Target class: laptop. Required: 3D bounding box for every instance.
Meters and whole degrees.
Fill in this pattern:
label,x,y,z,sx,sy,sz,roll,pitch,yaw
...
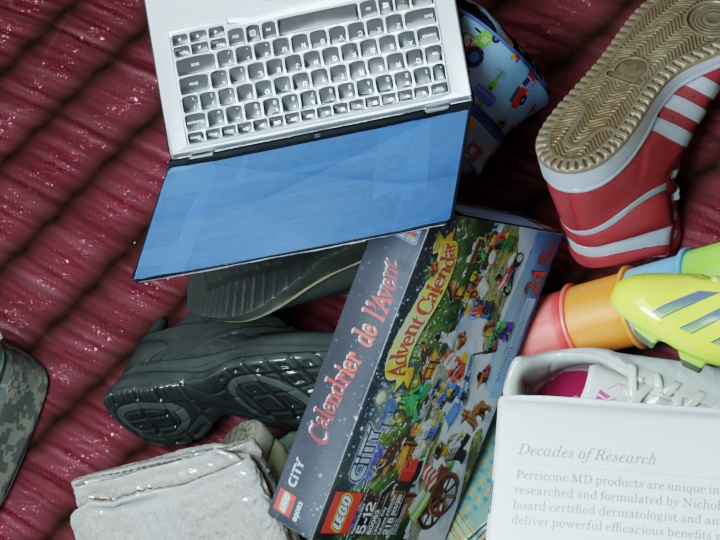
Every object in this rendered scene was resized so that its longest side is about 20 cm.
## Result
label,x,y,z,sx,sy,sz,roll,pitch,yaw
laptop,-0.040,-0.107,1.585,0.186,0.116,0.202,-10,87,14

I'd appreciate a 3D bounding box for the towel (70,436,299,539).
label,x,y,z,sx,sy,sz,roll,pitch,yaw
towel,-0.085,0.197,1.679,0.132,0.201,0.035,-16,22,22

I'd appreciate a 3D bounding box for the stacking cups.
label,x,y,z,sx,sy,sz,roll,pitch,yaw
stacking cups,0.177,0.014,1.645,0.199,0.060,0.061,-14,67,26

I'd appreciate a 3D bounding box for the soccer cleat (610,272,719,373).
label,x,y,z,sx,sy,sz,roll,pitch,yaw
soccer cleat,0.240,0.024,1.567,0.199,0.065,0.084,16,109,7

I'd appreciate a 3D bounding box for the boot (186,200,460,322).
label,x,y,z,sx,sy,sz,roll,pitch,yaw
boot,0.000,0.000,1.720,0.199,0.138,0.078,-17,63,46

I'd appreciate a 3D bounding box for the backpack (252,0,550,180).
label,x,y,z,sx,sy,sz,roll,pitch,yaw
backpack,0.006,-0.110,1.719,0.199,0.183,0.135,17,77,28

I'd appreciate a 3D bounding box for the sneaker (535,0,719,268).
label,x,y,z,sx,sy,sz,roll,pitch,yaw
sneaker,0.181,-0.086,1.684,0.071,0.113,0.200,27,58,36

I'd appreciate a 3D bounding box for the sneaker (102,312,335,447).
label,x,y,z,sx,sy,sz,roll,pitch,yaw
sneaker,-0.072,0.051,1.767,0.199,0.076,0.091,-6,49,32

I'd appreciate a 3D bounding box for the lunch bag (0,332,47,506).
label,x,y,z,sx,sy,sz,roll,pitch,yaw
lunch bag,-0.329,0.076,1.855,0.199,0.168,0.140,19,84,33

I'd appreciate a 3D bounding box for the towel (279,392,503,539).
label,x,y,z,sx,sy,sz,roll,pitch,yaw
towel,0.016,0.130,1.726,0.200,0.022,0.147,-42,57,14

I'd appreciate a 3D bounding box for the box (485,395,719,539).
label,x,y,z,sx,sy,sz,roll,pitch,yaw
box,0.172,0.156,1.489,0.198,0.199,0.132,4,74,10

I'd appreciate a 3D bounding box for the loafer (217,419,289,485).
label,x,y,z,sx,sy,sz,roll,pitch,yaw
loafer,-0.098,0.172,1.729,0.200,0.068,0.076,-46,11,39

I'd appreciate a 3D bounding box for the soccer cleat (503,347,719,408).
label,x,y,z,sx,sy,sz,roll,pitch,yaw
soccer cleat,0.173,0.084,1.608,0.199,0.086,0.070,5,76,28

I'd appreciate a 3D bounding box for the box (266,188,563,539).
label,x,y,z,sx,sy,sz,roll,pitch,yaw
box,0.033,0.058,1.621,0.038,0.136,0.201,27,101,34
